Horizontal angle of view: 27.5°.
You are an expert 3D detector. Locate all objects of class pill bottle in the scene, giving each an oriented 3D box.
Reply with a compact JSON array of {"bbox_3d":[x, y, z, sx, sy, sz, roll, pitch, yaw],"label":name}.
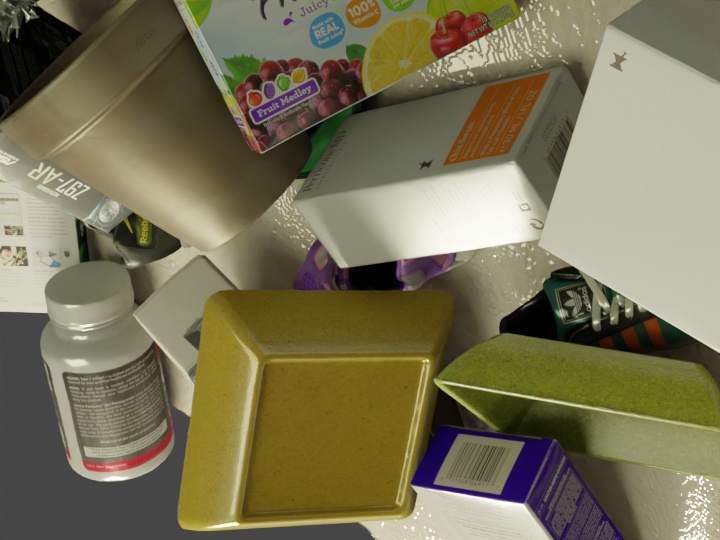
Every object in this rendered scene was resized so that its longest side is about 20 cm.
[{"bbox_3d":[-0.249,0.096,1.436,0.111,0.111,0.200,17,128,33],"label":"pill bottle"}]

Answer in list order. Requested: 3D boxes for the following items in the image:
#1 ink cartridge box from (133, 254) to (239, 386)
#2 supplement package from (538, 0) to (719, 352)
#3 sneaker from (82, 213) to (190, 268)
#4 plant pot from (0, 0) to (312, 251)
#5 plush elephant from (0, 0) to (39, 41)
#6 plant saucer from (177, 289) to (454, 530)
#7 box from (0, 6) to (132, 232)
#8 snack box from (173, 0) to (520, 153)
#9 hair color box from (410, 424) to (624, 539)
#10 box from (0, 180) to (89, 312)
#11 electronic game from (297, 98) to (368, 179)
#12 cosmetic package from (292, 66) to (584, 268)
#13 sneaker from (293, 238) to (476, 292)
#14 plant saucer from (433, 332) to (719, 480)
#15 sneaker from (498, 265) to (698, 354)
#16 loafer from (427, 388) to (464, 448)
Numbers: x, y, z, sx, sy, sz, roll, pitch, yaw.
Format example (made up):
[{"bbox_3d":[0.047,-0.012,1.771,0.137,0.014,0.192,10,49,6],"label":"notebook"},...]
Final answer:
[{"bbox_3d":[-0.084,0.098,1.243,0.200,0.085,0.146,45,171,29],"label":"ink cartridge box"},{"bbox_3d":[0.228,-0.077,0.827,0.152,0.200,0.151,32,134,22],"label":"supplement package"},{"bbox_3d":[-0.216,-0.082,1.273,0.200,0.085,0.075,48,160,33],"label":"sneaker"},{"bbox_3d":[-0.133,-0.115,1.080,0.174,0.200,0.200,46,140,-16],"label":"plant pot"},{"bbox_3d":[-0.234,-0.286,1.145,0.165,0.155,0.200,47,-163,-50],"label":"plush elephant"},{"bbox_3d":[-0.026,0.115,1.104,0.048,0.200,0.200,-133,48,-59],"label":"plant saucer"},{"bbox_3d":[-0.266,-0.143,1.197,0.043,0.160,0.200,-36,55,19],"label":"box"},{"bbox_3d":[-0.014,-0.186,0.978,0.142,0.200,0.053,63,173,-11],"label":"snack box"},{"bbox_3d":[0.137,0.206,1.153,0.109,0.065,0.200,3,140,40],"label":"hair color box"},{"bbox_3d":[-0.340,-0.047,1.424,0.144,0.036,0.200,2,126,1],"label":"box"},{"bbox_3d":[-0.076,-0.164,1.157,0.200,0.042,0.200,22,130,29],"label":"electronic game"},{"bbox_3d":[0.061,-0.070,1.038,0.200,0.102,0.071,-9,130,40],"label":"cosmetic package"},{"bbox_3d":[0.000,0.000,1.167,0.200,0.088,0.081,-28,98,49],"label":"sneaker"},{"bbox_3d":[0.175,0.093,1.026,0.200,0.048,0.200,8,165,23],"label":"plant saucer"},{"bbox_3d":[0.177,0.024,1.017,0.200,0.080,0.072,-34,59,49],"label":"sneaker"},{"bbox_3d":[0.052,0.118,1.209,0.071,0.073,0.200,-40,103,11],"label":"loafer"}]
